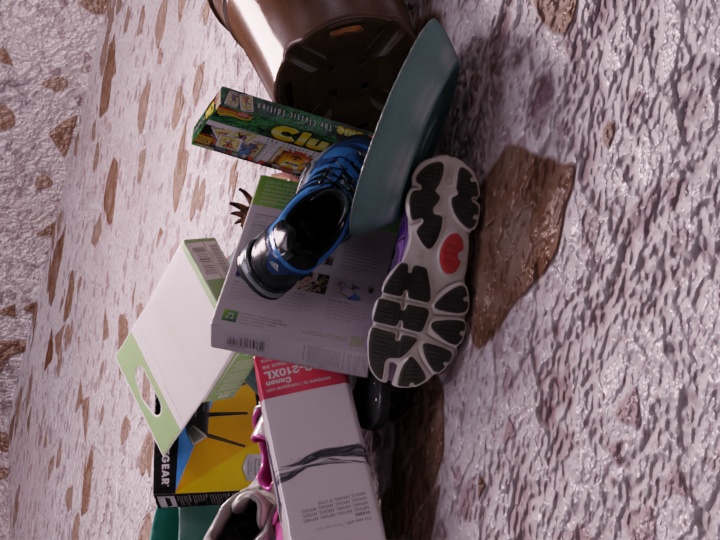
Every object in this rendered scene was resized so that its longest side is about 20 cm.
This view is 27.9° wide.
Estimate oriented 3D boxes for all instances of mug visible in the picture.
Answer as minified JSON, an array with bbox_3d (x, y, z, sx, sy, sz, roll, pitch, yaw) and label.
[{"bbox_3d":[-0.169,0.315,1.661,0.152,0.114,0.186,-108,33,-52],"label":"mug"}]

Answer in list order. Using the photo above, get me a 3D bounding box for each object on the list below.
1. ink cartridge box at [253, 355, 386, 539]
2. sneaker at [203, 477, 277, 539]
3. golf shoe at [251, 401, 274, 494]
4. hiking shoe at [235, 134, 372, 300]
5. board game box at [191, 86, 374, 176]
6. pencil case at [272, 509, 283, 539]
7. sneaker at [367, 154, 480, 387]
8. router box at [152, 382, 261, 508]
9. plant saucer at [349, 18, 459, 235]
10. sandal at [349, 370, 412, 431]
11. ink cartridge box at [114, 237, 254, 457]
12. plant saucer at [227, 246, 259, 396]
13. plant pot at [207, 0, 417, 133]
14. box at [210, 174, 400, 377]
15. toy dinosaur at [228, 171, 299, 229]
[{"bbox_3d":[-0.036,0.188,1.291,0.145,0.084,0.201,89,169,-59],"label":"ink cartridge box"},{"bbox_3d":[-0.098,0.247,1.454,0.200,0.078,0.100,-52,-17,-47],"label":"sneaker"},{"bbox_3d":[-0.065,0.128,1.432,0.075,0.091,0.202,-4,90,50],"label":"golf shoe"},{"bbox_3d":[-0.024,-0.054,1.273,0.087,0.074,0.200,-30,21,51],"label":"hiking shoe"},{"bbox_3d":[-0.054,-0.119,1.386,0.105,0.199,0.024,138,144,-61],"label":"board game box"},{"bbox_3d":[-0.042,0.314,1.356,0.094,0.090,0.201,115,157,-51],"label":"pencil case"},{"bbox_3d":[0.058,0.003,1.245,0.083,0.080,0.201,142,144,-84],"label":"sneaker"},{"bbox_3d":[-0.157,0.162,1.631,0.051,0.148,0.201,90,176,-62],"label":"router box"},{"bbox_3d":[0.044,-0.118,1.258,0.200,0.036,0.201,21,-90,-83],"label":"plant saucer"},{"bbox_3d":[0.020,0.102,1.336,0.200,0.048,0.076,-152,70,-82],"label":"sandal"},{"bbox_3d":[-0.185,0.084,1.562,0.146,0.048,0.200,58,134,28],"label":"ink cartridge box"},{"bbox_3d":[-0.101,0.066,1.542,0.200,0.039,0.202,24,122,44],"label":"plant saucer"},{"bbox_3d":[-0.036,-0.244,1.427,0.201,0.199,0.199,-66,34,38],"label":"plant pot"},{"bbox_3d":[-0.044,0.001,1.315,0.036,0.143,0.201,98,-175,-47],"label":"box"},{"bbox_3d":[-0.097,-0.067,1.668,0.200,0.085,0.136,127,153,-44],"label":"toy dinosaur"}]
